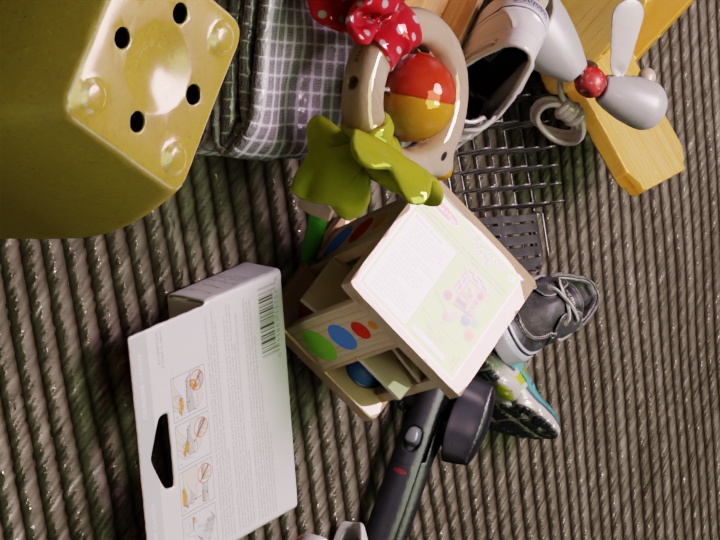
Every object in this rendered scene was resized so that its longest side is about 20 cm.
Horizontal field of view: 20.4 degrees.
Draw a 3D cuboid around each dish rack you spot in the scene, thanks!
[{"bbox_3d":[0.125,-0.093,1.751,0.153,0.054,0.201,-6,87,-53],"label":"dish rack"}]

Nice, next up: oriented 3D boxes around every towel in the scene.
[{"bbox_3d":[-0.054,-0.182,1.500,0.165,0.085,0.201,-4,101,-53],"label":"towel"}]

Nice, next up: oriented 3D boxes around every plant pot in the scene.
[{"bbox_3d":[-0.194,-0.131,1.231,0.194,0.199,0.196,37,69,-50],"label":"plant pot"}]

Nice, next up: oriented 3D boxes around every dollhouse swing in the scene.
[{"bbox_3d":[0.267,-0.197,1.803,0.182,0.176,0.200,-47,170,25],"label":"dollhouse swing"}]

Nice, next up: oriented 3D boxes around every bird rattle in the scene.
[{"bbox_3d":[0.020,-0.137,1.468,0.163,0.112,0.201,7,82,-54],"label":"bird rattle"}]

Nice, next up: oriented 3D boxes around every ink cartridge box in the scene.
[{"bbox_3d":[-0.121,0.114,1.512,0.173,0.043,0.201,-23,116,-48],"label":"ink cartridge box"}]

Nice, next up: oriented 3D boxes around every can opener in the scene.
[{"bbox_3d":[0.044,0.174,1.732,0.201,0.078,0.063,-64,149,-7],"label":"can opener"}]

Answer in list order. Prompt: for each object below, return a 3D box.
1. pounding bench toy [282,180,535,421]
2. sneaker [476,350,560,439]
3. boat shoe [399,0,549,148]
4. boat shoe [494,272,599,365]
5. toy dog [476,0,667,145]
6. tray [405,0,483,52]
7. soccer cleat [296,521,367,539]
[{"bbox_3d":[0.000,0.000,1.572,0.200,0.156,0.124,46,59,-15],"label":"pounding bench toy"},{"bbox_3d":[0.134,0.091,1.824,0.200,0.077,0.080,54,47,-44],"label":"sneaker"},{"bbox_3d":[0.083,-0.138,1.617,0.072,0.200,0.066,33,44,-18],"label":"boat shoe"},{"bbox_3d":[0.163,0.030,1.783,0.072,0.071,0.200,66,22,-2],"label":"boat shoe"},{"bbox_3d":[0.171,-0.201,1.677,0.200,0.131,0.097,42,57,-35],"label":"toy dog"},{"bbox_3d":[0.071,-0.256,1.571,0.099,0.037,0.201,51,57,-50],"label":"tray"},{"bbox_3d":[-0.051,0.261,1.625,0.200,0.068,0.086,-14,100,-54],"label":"soccer cleat"}]
